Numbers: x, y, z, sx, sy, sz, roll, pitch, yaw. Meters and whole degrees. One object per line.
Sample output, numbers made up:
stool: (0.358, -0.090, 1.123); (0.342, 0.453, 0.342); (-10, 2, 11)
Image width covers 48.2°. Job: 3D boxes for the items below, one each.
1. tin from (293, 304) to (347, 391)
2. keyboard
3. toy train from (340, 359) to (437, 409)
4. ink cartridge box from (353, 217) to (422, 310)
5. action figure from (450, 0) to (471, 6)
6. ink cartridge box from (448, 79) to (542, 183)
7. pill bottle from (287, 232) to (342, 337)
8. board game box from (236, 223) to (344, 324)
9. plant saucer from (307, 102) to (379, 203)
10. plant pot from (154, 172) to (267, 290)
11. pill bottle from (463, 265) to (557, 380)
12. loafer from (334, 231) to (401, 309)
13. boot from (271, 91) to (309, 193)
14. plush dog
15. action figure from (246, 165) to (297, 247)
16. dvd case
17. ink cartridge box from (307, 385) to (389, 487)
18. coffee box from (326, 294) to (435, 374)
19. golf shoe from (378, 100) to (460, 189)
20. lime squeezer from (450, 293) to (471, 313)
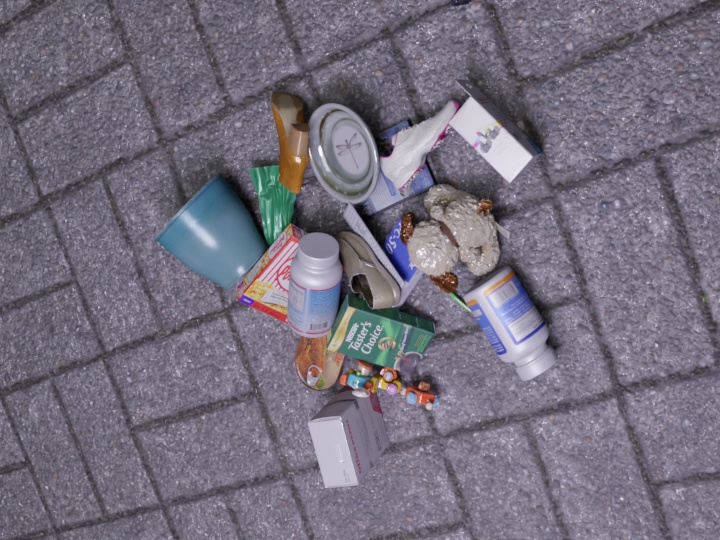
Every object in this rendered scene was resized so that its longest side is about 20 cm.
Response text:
tin: (-0.077, 0.166, 1.755); (0.110, 0.042, 0.204); (26, 110, 19)
keyboard: (0.027, -0.043, 1.606); (0.202, 0.011, 0.056); (56, 160, 13)
toy train: (0.059, 0.229, 1.644); (0.150, 0.196, 0.057); (20, 95, 61)
ink cartridge box: (0.072, -0.001, 1.634); (0.094, 0.044, 0.202); (43, 119, 22)
action figure: (0.247, -0.534, 1.426); (0.196, 0.102, 0.122); (-8, 88, 25)
ink cartridge box: (0.236, -0.260, 1.485); (0.200, 0.115, 0.068); (46, 113, 7)
pill bottle: (-0.092, 0.028, 1.618); (0.107, 0.109, 0.203); (23, 132, 16)
board game box: (-0.146, 0.012, 1.695); (0.150, 0.047, 0.200); (26, 119, -33)
plant saucer: (-0.025, -0.236, 1.592); (0.198, 0.050, 0.204); (26, 129, 37)
plant pot: (-0.304, -0.070, 1.719); (0.188, 0.201, 0.199); (45, 115, -9)
pill bottle: (0.293, 0.104, 1.548); (0.111, 0.112, 0.202); (-32, 90, 25)
loafer: (0.000, 0.000, 1.604); (0.200, 0.068, 0.077); (46, 144, 28)
boot: (-0.151, -0.261, 1.638); (0.069, 0.203, 0.146); (-1, 128, -21)
plush dog: (0.166, -0.060, 1.508); (0.171, 0.160, 0.201); (-37, 88, -12)
action figure: (-0.174, -0.122, 1.719); (0.115, 0.055, 0.205); (-2, 99, 21)
dvd case: (0.043, -0.197, 1.632); (0.197, 0.018, 0.145); (-24, 93, 24)
ink cartridge box: (-0.022, 0.340, 1.683); (0.081, 0.200, 0.150); (-12, 98, 23)
coffee box: (0.040, 0.133, 1.635); (0.196, 0.044, 0.124); (19, 123, -16)
golf shoe: (0.111, -0.255, 1.547); (0.091, 0.075, 0.201); (40, 100, 6)
lime squeezer: (0.176, 0.010, 1.623); (0.069, 0.038, 0.204); (-21, 94, -7)
